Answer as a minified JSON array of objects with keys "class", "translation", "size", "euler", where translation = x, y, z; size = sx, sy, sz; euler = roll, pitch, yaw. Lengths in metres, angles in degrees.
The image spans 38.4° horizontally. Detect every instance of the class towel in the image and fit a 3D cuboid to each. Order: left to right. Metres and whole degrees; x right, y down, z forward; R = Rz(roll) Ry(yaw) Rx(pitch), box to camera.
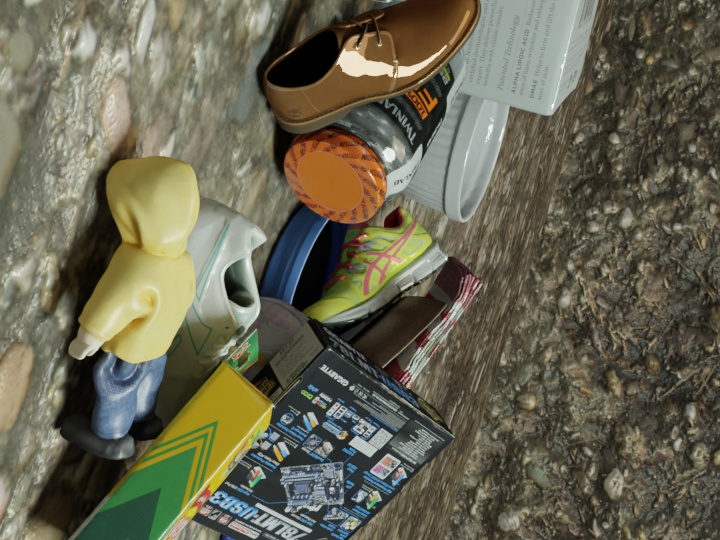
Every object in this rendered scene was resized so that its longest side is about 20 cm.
[{"class":"towel","translation":[0.058,0.077,1.149],"size":[0.201,0.023,0.144],"euler":[-55,-172,4]}]

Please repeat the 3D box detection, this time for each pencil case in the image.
[{"class":"pencil case","translation":[-0.095,0.126,0.963],"size":[0.090,0.083,0.203],"euler":[-27,136,-41]}]

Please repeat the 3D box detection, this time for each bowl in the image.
[{"class":"bowl","translation":[-0.053,0.022,1.069],"size":[0.200,0.039,0.204],"euler":[19,89,-74]}]

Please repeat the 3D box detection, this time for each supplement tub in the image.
[{"class":"supplement tub","translation":[0.013,-0.147,0.965],"size":[0.124,0.121,0.202],"euler":[88,25,-50]}]

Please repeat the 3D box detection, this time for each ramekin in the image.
[{"class":"ramekin","translation":[0.112,-0.172,1.306],"size":[0.200,0.103,0.204],"euler":[19,90,-75]}]

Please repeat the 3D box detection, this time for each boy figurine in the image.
[{"class":"boy figurine","translation":[-0.153,0.024,0.691],"size":[0.124,0.063,0.204],"euler":[-33,137,-65]}]

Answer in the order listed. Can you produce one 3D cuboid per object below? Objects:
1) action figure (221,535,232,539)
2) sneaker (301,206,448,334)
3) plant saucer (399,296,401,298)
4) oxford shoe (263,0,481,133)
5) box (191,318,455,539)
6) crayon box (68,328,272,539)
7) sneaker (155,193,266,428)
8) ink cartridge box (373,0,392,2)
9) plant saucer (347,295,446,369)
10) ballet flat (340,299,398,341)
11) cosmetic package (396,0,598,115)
[{"class":"action figure","translation":[-0.090,0.243,1.085],"size":[0.065,0.097,0.204],"euler":[-38,141,-64]},{"class":"sneaker","translation":[0.000,0.000,1.050],"size":[0.199,0.091,0.078],"euler":[-34,-177,-42]},{"class":"plant saucer","translation":[0.014,0.122,1.358],"size":[0.200,0.034,0.204],"euler":[18,89,-87]},{"class":"oxford shoe","translation":[0.010,-0.183,0.851],"size":[0.198,0.072,0.071],"euler":[-30,155,1]},{"class":"box","translation":[-0.043,0.167,0.933],"size":[0.199,0.050,0.199],"euler":[-45,130,9]},{"class":"crayon box","translation":[-0.127,0.143,0.769],"size":[0.201,0.051,0.127],"euler":[-50,175,-14]},{"class":"sneaker","translation":[-0.123,0.043,0.786],"size":[0.070,0.079,0.203],"euler":[-45,150,-61]},{"class":"ink cartridge box","translation":[0.034,-0.326,0.915],"size":[0.200,0.082,0.149],"euler":[-44,149,-60]},{"class":"plant saucer","translation":[0.001,0.085,1.043],"size":[0.200,0.037,0.200],"euler":[-40,180,0]},{"class":"ballet flat","translation":[0.011,0.057,1.195],"size":[0.072,0.070,0.203],"euler":[85,12,-54]},{"class":"cosmetic package","translation":[0.150,-0.289,1.135],"size":[0.165,0.197,0.168],"euler":[-42,146,-60]}]
